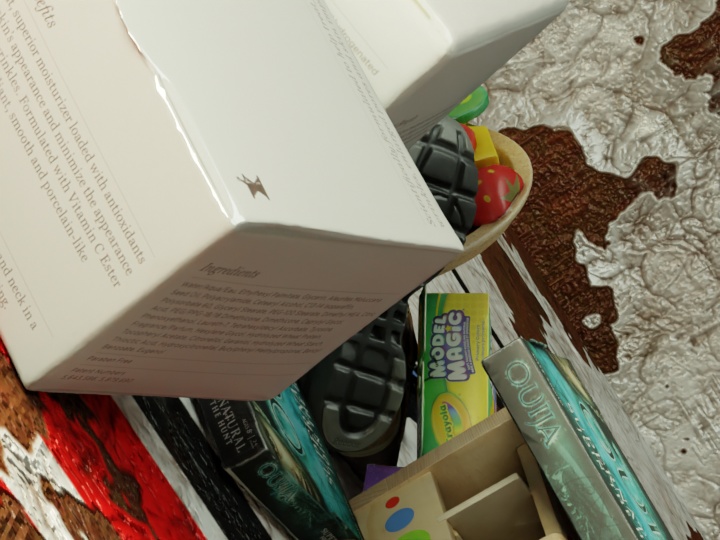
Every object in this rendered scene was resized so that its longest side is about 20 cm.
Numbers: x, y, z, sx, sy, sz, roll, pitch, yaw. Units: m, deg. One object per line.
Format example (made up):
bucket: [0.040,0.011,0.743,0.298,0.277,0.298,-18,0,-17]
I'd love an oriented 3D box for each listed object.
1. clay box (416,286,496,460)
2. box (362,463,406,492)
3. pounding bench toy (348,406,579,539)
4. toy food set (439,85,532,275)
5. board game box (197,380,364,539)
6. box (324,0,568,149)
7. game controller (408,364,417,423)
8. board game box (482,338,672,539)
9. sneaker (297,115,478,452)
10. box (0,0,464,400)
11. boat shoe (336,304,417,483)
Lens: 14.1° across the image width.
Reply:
clay box: [0.061,0.091,1.809,0.200,0.048,0.115,81,9,-70]
box: [0.098,0.168,1.770,0.200,0.137,0.039,45,50,-59]
pounding bench toy: [0.093,0.212,1.594,0.200,0.124,0.156,54,9,-29]
toy food set: [0.007,-0.048,1.803,0.198,0.200,0.049,-106,-179,-61]
board game box: [-0.062,0.057,1.565,0.135,0.028,0.200,50,12,-51]
box: [-0.036,-0.148,1.501,0.200,0.171,0.199,52,24,4]
game controller: [0.002,0.044,1.971,0.104,0.042,0.200,63,8,27]
board game box: [0.137,0.133,1.545,0.200,0.028,0.135,61,10,13]
sneaker: [0.000,0.000,1.654,0.075,0.200,0.079,21,3,-37]
box: [-0.089,-0.059,1.300,0.200,0.131,0.199,7,51,-59]
boat shoe: [0.002,0.045,1.811,0.072,0.072,0.200,67,12,-48]
